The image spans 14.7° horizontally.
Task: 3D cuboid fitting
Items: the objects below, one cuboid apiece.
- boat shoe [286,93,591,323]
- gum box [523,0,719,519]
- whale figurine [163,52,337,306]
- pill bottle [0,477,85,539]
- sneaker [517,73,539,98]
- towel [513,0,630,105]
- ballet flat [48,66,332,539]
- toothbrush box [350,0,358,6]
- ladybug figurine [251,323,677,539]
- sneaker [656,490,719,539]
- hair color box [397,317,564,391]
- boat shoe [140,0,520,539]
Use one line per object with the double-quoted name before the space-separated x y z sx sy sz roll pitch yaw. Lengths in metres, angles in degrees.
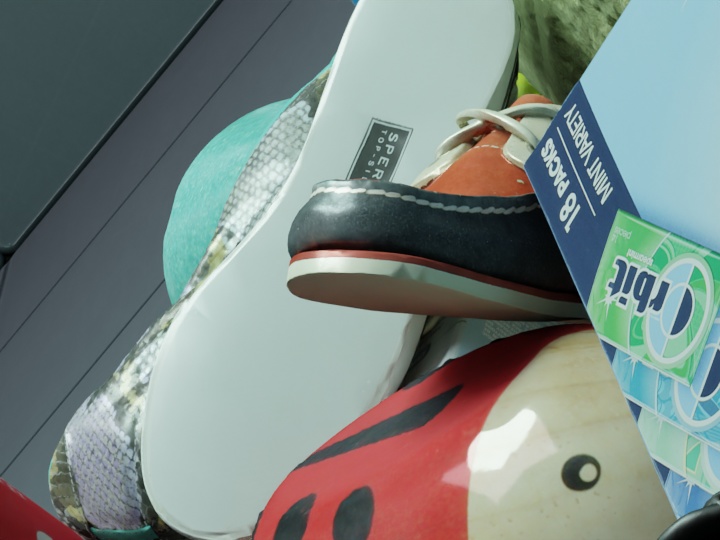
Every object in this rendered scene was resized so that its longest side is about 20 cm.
"boat shoe" 0.047 -0.016 0.762 0.071 0.200 0.063 6 92 35
"gum box" 0.122 -0.045 0.612 0.200 0.045 0.170 -58 30 28
"whale figurine" -0.027 -0.022 1.098 0.200 0.104 0.159 91 -167 -74
"pill bottle" -0.154 0.101 0.857 0.112 0.200 0.112 -20 49 26
"sneaker" 0.059 -0.074 1.165 0.084 0.074 0.200 -46 2 14
"towel" 0.063 -0.103 0.867 0.036 0.148 0.200 -35 -28 -10
"ballet flat" -0.025 0.014 0.943 0.200 0.072 0.072 -56 12 -20
"toothbrush box" 0.088 -0.196 1.296 0.200 0.085 0.146 -45 -9 25
"ladybug figurine" 0.031 0.068 0.738 0.136 0.072 0.200 -45 10 -37
"sneaker" 0.101 0.063 0.507 0.200 0.079 0.075 -50 11 -1
"hair color box" 0.034 0.033 0.925 0.099 0.061 0.200 -45 11 30
"boat shoe" 0.000 0.000 0.868 0.200 0.071 0.064 -62 -19 -12
